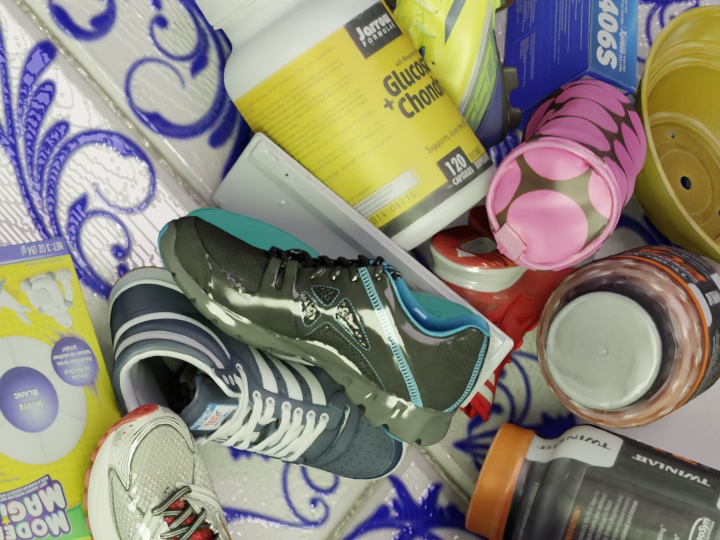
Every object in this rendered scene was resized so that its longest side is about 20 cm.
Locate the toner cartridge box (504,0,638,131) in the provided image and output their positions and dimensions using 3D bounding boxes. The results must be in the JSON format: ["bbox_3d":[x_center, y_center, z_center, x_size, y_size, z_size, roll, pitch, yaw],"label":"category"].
[{"bbox_3d":[0.143,-0.195,1.951,0.043,0.095,0.200,21,59,-29],"label":"toner cartridge box"}]

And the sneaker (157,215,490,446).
[{"bbox_3d":[-0.020,0.015,1.652,0.200,0.082,0.073,31,18,-8],"label":"sneaker"}]

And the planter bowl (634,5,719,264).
[{"bbox_3d":[0.244,-0.072,1.979,0.200,0.083,0.201,15,62,-31],"label":"planter bowl"}]

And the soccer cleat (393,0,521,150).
[{"bbox_3d":[0.047,-0.163,1.840,0.084,0.065,0.200,-18,112,-15],"label":"soccer cleat"}]

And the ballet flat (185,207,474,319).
[{"bbox_3d":[-0.025,0.027,1.728,0.200,0.070,0.069,21,51,12],"label":"ballet flat"}]

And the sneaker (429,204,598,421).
[{"bbox_3d":[0.081,0.027,1.834,0.200,0.078,0.116,-10,120,-61],"label":"sneaker"}]

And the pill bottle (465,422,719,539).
[{"bbox_3d":[0.166,0.158,1.764,0.200,0.106,0.106,20,53,8],"label":"pill bottle"}]

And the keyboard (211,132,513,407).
[{"bbox_3d":[0.000,0.000,1.746,0.200,0.056,0.011,40,32,6],"label":"keyboard"}]

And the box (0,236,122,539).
[{"bbox_3d":[-0.190,0.087,1.604,0.117,0.048,0.200,-11,79,-40],"label":"box"}]

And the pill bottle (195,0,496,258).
[{"bbox_3d":[-0.013,-0.106,1.781,0.112,0.112,0.200,-38,95,-41],"label":"pill bottle"}]

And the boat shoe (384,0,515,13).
[{"bbox_3d":[0.032,-0.216,1.891,0.200,0.072,0.076,12,63,-33],"label":"boat shoe"}]

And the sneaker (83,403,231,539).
[{"bbox_3d":[-0.085,0.163,1.581,0.078,0.082,0.200,-31,112,-34],"label":"sneaker"}]

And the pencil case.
[{"bbox_3d":[0.126,-0.056,1.792,0.091,0.094,0.200,58,16,-4],"label":"pencil case"}]

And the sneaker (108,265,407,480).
[{"bbox_3d":[-0.060,0.081,1.661,0.200,0.070,0.109,31,21,-15],"label":"sneaker"}]

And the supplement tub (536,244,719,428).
[{"bbox_3d":[0.170,0.041,1.802,0.107,0.107,0.200,63,15,4],"label":"supplement tub"}]
